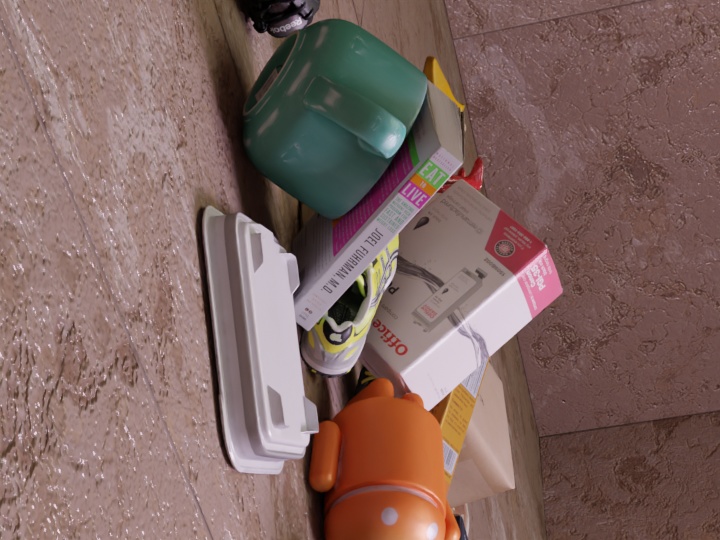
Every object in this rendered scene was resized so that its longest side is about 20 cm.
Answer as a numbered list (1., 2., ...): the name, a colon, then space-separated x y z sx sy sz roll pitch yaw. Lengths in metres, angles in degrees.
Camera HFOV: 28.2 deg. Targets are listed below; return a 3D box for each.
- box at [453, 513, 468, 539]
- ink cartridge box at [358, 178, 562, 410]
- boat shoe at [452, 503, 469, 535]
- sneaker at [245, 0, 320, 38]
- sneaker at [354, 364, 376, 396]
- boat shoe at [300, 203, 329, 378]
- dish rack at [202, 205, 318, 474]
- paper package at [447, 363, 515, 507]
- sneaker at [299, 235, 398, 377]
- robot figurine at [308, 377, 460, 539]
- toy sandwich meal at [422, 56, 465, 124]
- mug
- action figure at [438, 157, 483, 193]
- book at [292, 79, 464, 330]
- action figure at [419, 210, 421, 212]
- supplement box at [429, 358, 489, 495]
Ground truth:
1. box: 0.069 0.375 1.454 0.201 0.103 0.149 -86 163 -54
2. ink cartridge box: 0.081 0.026 1.453 0.146 0.199 0.083 41 -14 39
3. boat shoe: 0.092 0.315 1.730 0.072 0.075 0.202 64 18 -52
4. sneaker: -0.078 -0.266 1.307 0.200 0.070 0.099 -8 87 -81
5. sneaker: 0.035 0.107 1.527 0.085 0.073 0.203 -1 95 -73
6. boat shoe: -0.017 0.007 1.398 0.072 0.071 0.202 66 18 -54
7. dish rack: -0.074 0.055 1.123 0.172 0.043 0.203 36 45 -75
8. paper package: 0.095 0.151 1.701 0.201 0.102 0.192 56 22 -36
9. sneaker: 0.000 0.000 1.333 0.077 0.074 0.202 119 -14 -60
10. robot figurine: 0.024 0.200 1.324 0.145 0.115 0.202 69 16 -45
11. toy sandwich meal: 0.027 -0.183 1.485 0.205 0.202 0.071 45 58 -73
12. mug: -0.024 -0.143 1.214 0.114 0.185 0.153 33 55 -16
13. action figure: 0.028 -0.111 1.493 0.065 0.197 0.053 164 -71 -65
14. book: 0.009 -0.056 1.229 0.048 0.200 0.134 36 23 -17
15. action figure: 0.043 -0.017 1.587 0.150 0.132 0.201 -87 161 -48
16. supplement box: 0.079 0.134 1.492 0.069 0.066 0.202 48 56 -51
